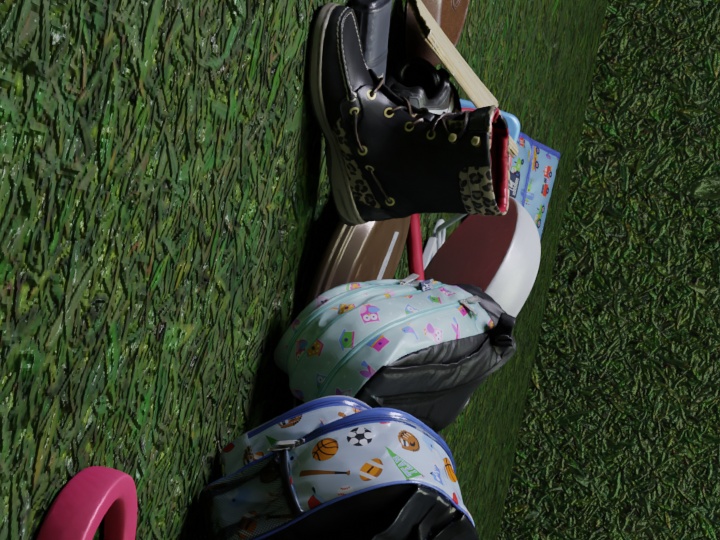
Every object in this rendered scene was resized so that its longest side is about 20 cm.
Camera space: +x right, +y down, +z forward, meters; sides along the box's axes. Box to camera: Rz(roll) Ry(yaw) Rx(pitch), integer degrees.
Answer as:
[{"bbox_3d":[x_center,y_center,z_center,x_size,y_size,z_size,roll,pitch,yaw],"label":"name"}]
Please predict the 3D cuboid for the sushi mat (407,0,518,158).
[{"bbox_3d":[0.102,-0.198,1.564,0.200,0.012,0.096,46,18,-44],"label":"sushi mat"}]

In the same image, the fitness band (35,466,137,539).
[{"bbox_3d":[-0.176,0.221,0.966,0.144,0.037,0.200,37,65,-73],"label":"fitness band"}]

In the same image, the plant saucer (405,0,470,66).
[{"bbox_3d":[0.089,-0.303,1.644,0.200,0.034,0.201,12,90,-76],"label":"plant saucer"}]

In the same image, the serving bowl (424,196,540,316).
[{"bbox_3d":[0.122,0.023,1.617,0.200,0.066,0.200,-49,-163,21],"label":"serving bowl"}]

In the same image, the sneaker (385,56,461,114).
[{"bbox_3d":[0.062,-0.171,1.557,0.200,0.071,0.098,-51,151,-63],"label":"sneaker"}]

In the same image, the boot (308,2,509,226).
[{"bbox_3d":[0.042,-0.126,1.294,0.073,0.150,0.200,-53,140,-55],"label":"boot"}]

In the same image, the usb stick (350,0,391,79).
[{"bbox_3d":[0.003,-0.154,1.402,0.055,0.033,0.200,-59,157,-58],"label":"usb stick"}]

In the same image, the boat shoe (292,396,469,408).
[{"bbox_3d":[0.023,0.120,1.490,0.200,0.057,0.067,3,79,-45],"label":"boat shoe"}]

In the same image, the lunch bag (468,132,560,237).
[{"bbox_3d":[0.196,-0.120,2.202,0.200,0.094,0.151,20,83,-65],"label":"lunch bag"}]

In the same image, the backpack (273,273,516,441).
[{"bbox_3d":[0.024,0.083,1.363,0.200,0.127,0.167,-5,129,-52],"label":"backpack"}]

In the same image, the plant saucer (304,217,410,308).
[{"bbox_3d":[0.000,0.000,1.458,0.200,0.029,0.200,22,90,-76],"label":"plant saucer"}]

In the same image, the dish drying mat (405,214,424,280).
[{"bbox_3d":[0.054,-0.036,1.618,0.077,0.018,0.200,83,4,-50],"label":"dish drying mat"}]

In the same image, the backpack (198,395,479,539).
[{"bbox_3d":[-0.011,0.192,1.233,0.200,0.190,0.154,47,26,-50],"label":"backpack"}]

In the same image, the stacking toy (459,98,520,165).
[{"bbox_3d":[0.114,-0.113,1.643,0.200,0.110,0.116,-98,-158,-79],"label":"stacking toy"}]

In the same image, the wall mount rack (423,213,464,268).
[{"bbox_3d":[0.103,0.005,1.884,0.174,0.074,0.200,86,19,-50],"label":"wall mount rack"}]
